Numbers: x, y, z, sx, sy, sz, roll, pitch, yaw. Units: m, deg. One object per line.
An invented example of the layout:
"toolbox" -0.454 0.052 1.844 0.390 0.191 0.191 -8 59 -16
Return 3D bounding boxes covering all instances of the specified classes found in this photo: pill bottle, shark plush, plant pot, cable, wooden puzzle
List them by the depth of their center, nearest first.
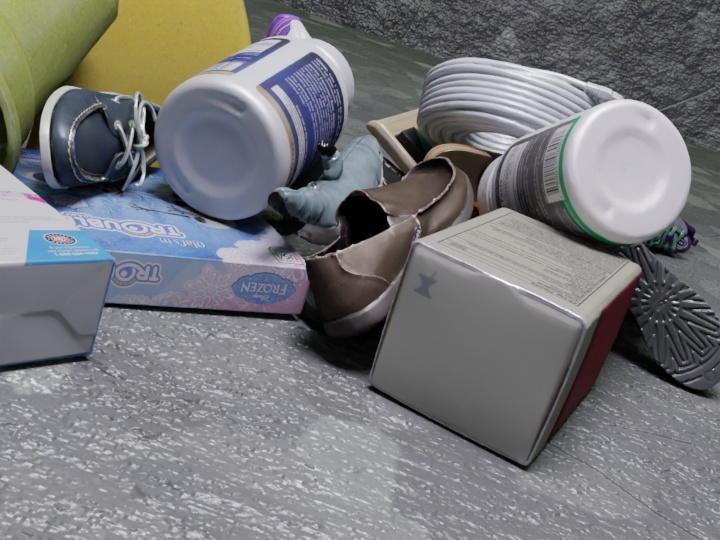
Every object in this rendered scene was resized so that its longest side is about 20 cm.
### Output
"plant pot" -0.280 -0.190 0.736 0.199 0.202 0.185 22 49 12
"shark plush" -0.034 -0.065 0.788 0.090 0.084 0.199 12 12 31
"pill bottle" -0.075 -0.128 0.816 0.110 0.112 0.200 21 31 10
"pill bottle" 0.182 -0.072 0.859 0.112 0.114 0.200 13 -6 -15
"plant pot" -0.195 -0.193 0.943 0.193 0.202 0.194 13 19 -18
"cable" 0.155 -0.148 1.020 0.198 0.070 0.200 17 -9 -2
"wooden puzzle" 0.100 -0.105 1.108 0.185 0.037 0.200 51 21 3

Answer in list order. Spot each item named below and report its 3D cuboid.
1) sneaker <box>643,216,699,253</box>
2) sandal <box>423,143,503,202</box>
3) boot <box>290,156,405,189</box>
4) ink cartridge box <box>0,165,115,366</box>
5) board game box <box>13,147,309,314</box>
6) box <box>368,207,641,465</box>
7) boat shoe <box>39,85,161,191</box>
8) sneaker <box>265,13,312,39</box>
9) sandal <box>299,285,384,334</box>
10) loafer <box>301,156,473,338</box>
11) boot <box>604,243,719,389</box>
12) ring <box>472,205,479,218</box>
"sneaker" 0.399 -0.058 1.330 0.087 0.075 0.199 33 22 25
"sandal" 0.156 -0.088 1.005 0.210 0.078 0.070 17 22 -17
"boot" -0.019 -0.088 0.991 0.198 0.074 0.151 27 17 -8
"ink cartridge box" -0.254 -0.019 0.600 0.199 0.068 0.114 33 23 36
"board game box" -0.166 -0.033 0.764 0.198 0.044 0.199 5 23 -32
"box" 0.112 0.037 0.724 0.127 0.110 0.200 25 20 20
"boat shoe" -0.187 -0.099 0.755 0.061 0.076 0.200 6 9 2
"sneaker" -0.084 -0.170 1.001 0.080 0.201 0.084 1 54 -26
"sandal" -0.001 -0.001 0.818 0.075 0.048 0.201 19 20 7
"loafer" 0.024 -0.035 0.736 0.072 0.071 0.200 -14 27 36
"boot" 0.287 0.035 0.969 0.166 0.065 0.200 57 9 10
"ring" 0.164 -0.005 0.967 0.199 0.019 0.201 26 25 -13
